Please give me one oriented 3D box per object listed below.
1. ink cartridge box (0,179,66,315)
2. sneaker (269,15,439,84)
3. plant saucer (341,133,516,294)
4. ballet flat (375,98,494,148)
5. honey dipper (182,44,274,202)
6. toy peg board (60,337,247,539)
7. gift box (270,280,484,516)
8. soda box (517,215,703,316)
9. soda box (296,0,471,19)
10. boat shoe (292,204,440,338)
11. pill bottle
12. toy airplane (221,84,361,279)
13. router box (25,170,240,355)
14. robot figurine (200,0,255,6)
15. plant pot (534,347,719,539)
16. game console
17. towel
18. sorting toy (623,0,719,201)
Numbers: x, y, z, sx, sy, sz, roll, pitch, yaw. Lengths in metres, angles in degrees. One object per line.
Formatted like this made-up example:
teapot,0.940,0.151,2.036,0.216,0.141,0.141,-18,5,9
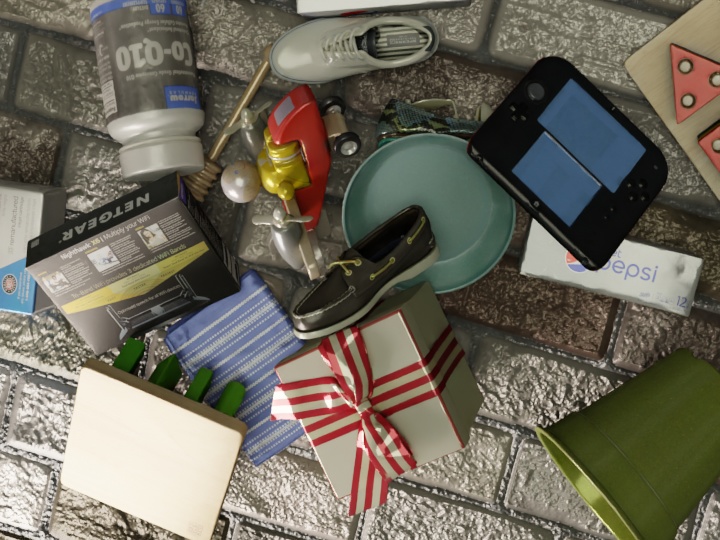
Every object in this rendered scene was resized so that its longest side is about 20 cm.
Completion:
ink cartridge box,-0.462,-0.037,1.363,0.196,0.086,0.149,8,97,4
sneaker,-0.009,-0.257,1.291,0.196,0.071,0.075,-11,94,3
plant saucer,0.077,-0.068,1.298,0.196,0.036,0.203,1,119,2
ballet flat,0.116,-0.162,1.300,0.196,0.074,0.076,9,97,1
honey dipper,-0.148,-0.174,1.339,0.038,0.038,0.202,33,96,2
toy peg board,-0.234,0.192,1.355,0.197,0.098,0.201,22,126,3
gift box,0.016,0.143,1.269,0.198,0.187,0.186,-30,92,18
soda box,0.281,-0.009,1.296,0.196,0.063,0.070,14,98,5
soda box,0.026,-0.328,1.290,0.196,0.064,0.070,-3,96,6
boat shoe,0.000,0.000,1.233,0.200,0.071,0.061,-35,122,-27
pill bottle,-0.237,-0.209,1.294,0.112,0.114,0.204,-10,88,7
toy airplane,-0.087,-0.092,1.258,0.138,0.200,0.203,-5,93,-19
router box,-0.260,-0.005,1.319,0.197,0.053,0.158,-23,131,7
robot figurine,-0.164,-0.398,1.278,0.167,0.113,0.204,-11,95,-22
plant pot,0.327,0.192,1.267,0.189,0.200,0.201,-40,91,-5
game console,0.233,-0.123,1.259,0.200,0.031,0.177,43,61,-1
towel,-0.128,0.117,1.378,0.144,0.024,0.201,-35,93,7
sorting toy,0.421,-0.206,1.238,0.199,0.070,0.200,-37,91,21
